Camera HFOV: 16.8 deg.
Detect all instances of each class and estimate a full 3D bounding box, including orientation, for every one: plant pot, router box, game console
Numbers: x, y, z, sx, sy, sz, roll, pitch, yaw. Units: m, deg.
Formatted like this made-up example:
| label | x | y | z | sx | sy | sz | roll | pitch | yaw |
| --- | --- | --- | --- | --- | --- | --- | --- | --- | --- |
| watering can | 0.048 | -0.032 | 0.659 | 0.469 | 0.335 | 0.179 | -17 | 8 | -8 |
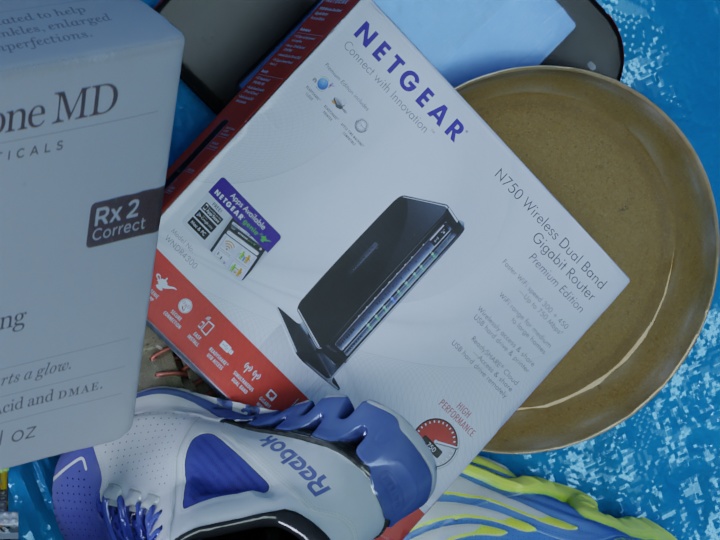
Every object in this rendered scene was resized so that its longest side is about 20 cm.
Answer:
| label | x | y | z | sx | sy | sz | roll | pitch | yaw |
| --- | --- | --- | --- | --- | --- | --- | --- | --- | --- |
| plant pot | 0.084 | -0.006 | 1.231 | 0.199 | 0.027 | 0.202 | -3 | 105 | -12 |
| router box | 0.000 | 0.000 | 1.159 | 0.200 | 0.049 | 0.180 | 45 | 82 | -20 |
| game console | 0.017 | -0.113 | 1.218 | 0.177 | 0.031 | 0.200 | -46 | 105 | -5 |

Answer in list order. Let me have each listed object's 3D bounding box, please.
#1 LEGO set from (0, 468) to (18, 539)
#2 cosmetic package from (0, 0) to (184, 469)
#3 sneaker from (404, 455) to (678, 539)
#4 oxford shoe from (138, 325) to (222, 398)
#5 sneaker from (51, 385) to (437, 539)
| label | x | y | z | sx | sy | sz | roll | pitch | yaw |
| --- | --- | --- | --- | --- | --- | --- | --- | --- | --- |
| LEGO set | -0.212 | 0.122 | 1.093 | 0.153 | 0.201 | 0.116 | 6 | 136 | -2 |
| cosmetic package | -0.196 | -0.033 | 1.051 | 0.164 | 0.165 | 0.201 | -15 | 127 | -38 |
| sneaker | 0.090 | 0.144 | 1.233 | 0.199 | 0.105 | 0.076 | 12 | 95 | -16 |
| oxford shoe | -0.081 | 0.054 | 1.193 | 0.070 | 0.075 | 0.201 | -23 | 103 | -10 |
| sneaker | -0.074 | 0.114 | 1.089 | 0.115 | 0.198 | 0.081 | -48 | 122 | -46 |
